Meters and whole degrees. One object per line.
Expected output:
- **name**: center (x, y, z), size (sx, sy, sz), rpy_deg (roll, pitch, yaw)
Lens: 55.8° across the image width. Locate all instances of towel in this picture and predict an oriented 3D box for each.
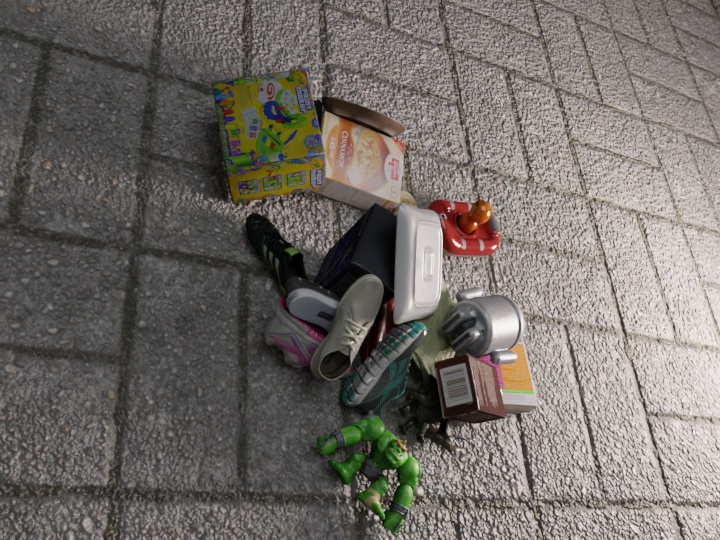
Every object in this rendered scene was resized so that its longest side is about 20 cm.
- **towel**: center (0.150, 0.121, 1.350), size (0.150, 0.036, 0.202), rpy_deg (56, 42, -27)

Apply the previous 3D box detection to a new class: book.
- **book**: center (0.287, 0.188, 1.423), size (0.130, 0.048, 0.205), rpy_deg (10, 58, -22)

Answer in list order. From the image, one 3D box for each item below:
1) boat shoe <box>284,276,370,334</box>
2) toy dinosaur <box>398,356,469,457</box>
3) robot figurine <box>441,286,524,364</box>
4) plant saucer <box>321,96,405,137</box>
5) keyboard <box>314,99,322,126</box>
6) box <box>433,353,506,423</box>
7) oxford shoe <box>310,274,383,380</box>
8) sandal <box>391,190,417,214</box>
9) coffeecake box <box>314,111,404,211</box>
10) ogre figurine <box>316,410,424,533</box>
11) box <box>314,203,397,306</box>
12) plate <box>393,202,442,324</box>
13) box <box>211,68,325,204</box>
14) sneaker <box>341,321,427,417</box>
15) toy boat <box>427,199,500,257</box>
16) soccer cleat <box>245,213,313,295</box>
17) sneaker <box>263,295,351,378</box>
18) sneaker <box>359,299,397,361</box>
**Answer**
- **boat shoe**: center (-0.059, 0.065, 1.188), size (0.198, 0.070, 0.067), rpy_deg (26, 28, -42)
- **toy dinosaur**: center (0.122, 0.250, 1.249), size (0.101, 0.076, 0.205), rpy_deg (-19, 98, -39)
- **robot figurine**: center (0.249, 0.110, 1.348), size (0.197, 0.113, 0.173), rpy_deg (-5, 63, -44)
- **plant saucer**: center (0.003, -0.331, 1.491), size (0.196, 0.200, 0.033), rpy_deg (18, 94, -21)
- **keyboard**: center (-0.136, -0.276, 1.408), size (0.101, 0.040, 0.205), rpy_deg (-6, 59, 16)
- **box**: center (0.205, 0.222, 1.256), size (0.199, 0.073, 0.103), rpy_deg (29, 48, -59)
- **oxford shoe**: center (-0.017, 0.102, 1.140), size (0.074, 0.203, 0.058), rpy_deg (27, 9, -24)
- **sandal**: center (0.100, -0.106, 1.464), size (0.077, 0.070, 0.215), rpy_deg (32, 51, -13)
- **coffeecake box**: center (-0.010, -0.226, 1.458), size (0.196, 0.073, 0.157), rpy_deg (17, 63, -22)
- **ogre figurine**: center (0.025, 0.329, 1.156), size (0.199, 0.099, 0.120), rpy_deg (40, 67, 16)
- **box**: center (0.000, 0.000, 1.258), size (0.103, 0.200, 0.150), rpy_deg (32, 50, -13)
- **plate**: center (0.109, -0.011, 1.215), size (0.199, 0.032, 0.206), rpy_deg (0, 93, -66)
- **box**: center (-0.176, -0.261, 1.318), size (0.187, 0.123, 0.205), rpy_deg (-10, 66, -7)
- **sneaker**: center (0.057, 0.181, 1.229), size (0.091, 0.200, 0.078), rpy_deg (42, 4, -23)
- **toy boat**: center (0.241, -0.110, 1.513), size (0.196, 0.131, 0.133), rpy_deg (0, 62, -30)
- **soccer cleat**: center (-0.147, -0.032, 1.267), size (0.067, 0.081, 0.202), rpy_deg (-23, 75, -38)
- **sneaker**: center (-0.095, 0.132, 1.210), size (0.200, 0.088, 0.082), rpy_deg (43, 17, -26)
- **sneaker**: center (0.070, 0.100, 1.325), size (0.114, 0.078, 0.205), rpy_deg (24, 62, -24)
